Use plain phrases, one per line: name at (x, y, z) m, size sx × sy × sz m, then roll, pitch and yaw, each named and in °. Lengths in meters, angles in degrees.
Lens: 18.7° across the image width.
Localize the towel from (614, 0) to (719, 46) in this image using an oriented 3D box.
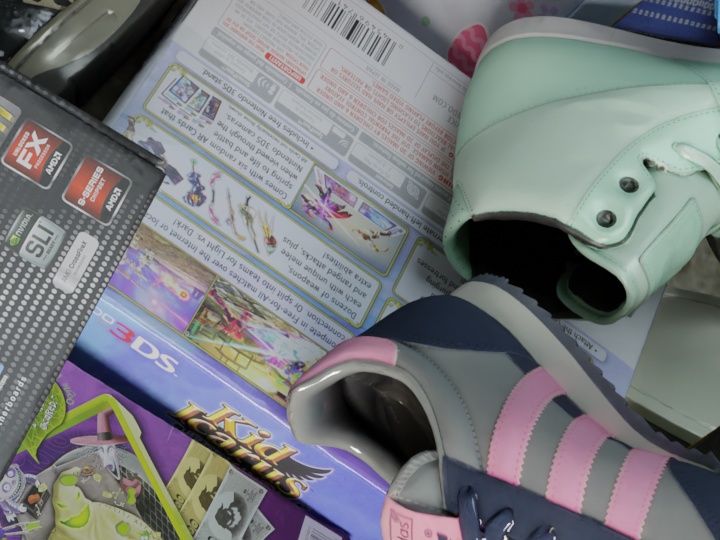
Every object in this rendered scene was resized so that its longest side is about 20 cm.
towel at (0.150, -0.199, 0.950) m, size 0.144 × 0.201 × 0.024 m, roll 5°, pitch 25°, yaw -38°

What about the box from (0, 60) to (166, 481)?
box at (-0.161, 0.009, 0.577) m, size 0.160 × 0.044 × 0.200 m, roll 32°, pitch 51°, yaw -10°

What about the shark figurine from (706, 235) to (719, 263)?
shark figurine at (0.223, 0.024, 0.787) m, size 0.089 × 0.214 × 0.128 m, roll -40°, pitch 131°, yaw -27°

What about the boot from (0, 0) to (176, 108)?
boot at (-0.123, -0.141, 0.747) m, size 0.154 × 0.073 × 0.204 m, roll 39°, pitch 39°, yaw -6°

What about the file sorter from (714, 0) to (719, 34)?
file sorter at (0.199, -0.174, 0.747) m, size 0.200 × 0.122 × 0.139 m, roll -49°, pitch 139°, yaw -59°

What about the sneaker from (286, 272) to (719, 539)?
sneaker at (0.054, 0.076, 0.610) m, size 0.082 × 0.070 × 0.200 m, roll -20°, pitch 36°, yaw -25°

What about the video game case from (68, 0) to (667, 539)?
video game case at (0.000, 0.000, 0.740) m, size 0.200 × 0.045 × 0.182 m, roll 35°, pitch 46°, yaw -8°

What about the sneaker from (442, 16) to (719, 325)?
sneaker at (0.125, -0.018, 0.713) m, size 0.200 × 0.074 × 0.118 m, roll 6°, pitch 46°, yaw 14°

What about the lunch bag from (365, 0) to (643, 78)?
lunch bag at (0.061, -0.157, 0.844) m, size 0.127 × 0.170 × 0.201 m, roll 16°, pitch 46°, yaw -34°

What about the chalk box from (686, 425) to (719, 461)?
chalk box at (0.164, 0.114, 0.690) m, size 0.124 × 0.200 × 0.125 m, roll 13°, pitch 52°, yaw -35°

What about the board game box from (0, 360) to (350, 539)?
board game box at (-0.075, 0.124, 0.607) m, size 0.120 × 0.032 × 0.200 m, roll 37°, pitch 40°, yaw -18°

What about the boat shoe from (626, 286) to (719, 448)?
boat shoe at (0.161, 0.067, 0.829) m, size 0.199 × 0.062 × 0.073 m, roll 20°, pitch 47°, yaw 1°
